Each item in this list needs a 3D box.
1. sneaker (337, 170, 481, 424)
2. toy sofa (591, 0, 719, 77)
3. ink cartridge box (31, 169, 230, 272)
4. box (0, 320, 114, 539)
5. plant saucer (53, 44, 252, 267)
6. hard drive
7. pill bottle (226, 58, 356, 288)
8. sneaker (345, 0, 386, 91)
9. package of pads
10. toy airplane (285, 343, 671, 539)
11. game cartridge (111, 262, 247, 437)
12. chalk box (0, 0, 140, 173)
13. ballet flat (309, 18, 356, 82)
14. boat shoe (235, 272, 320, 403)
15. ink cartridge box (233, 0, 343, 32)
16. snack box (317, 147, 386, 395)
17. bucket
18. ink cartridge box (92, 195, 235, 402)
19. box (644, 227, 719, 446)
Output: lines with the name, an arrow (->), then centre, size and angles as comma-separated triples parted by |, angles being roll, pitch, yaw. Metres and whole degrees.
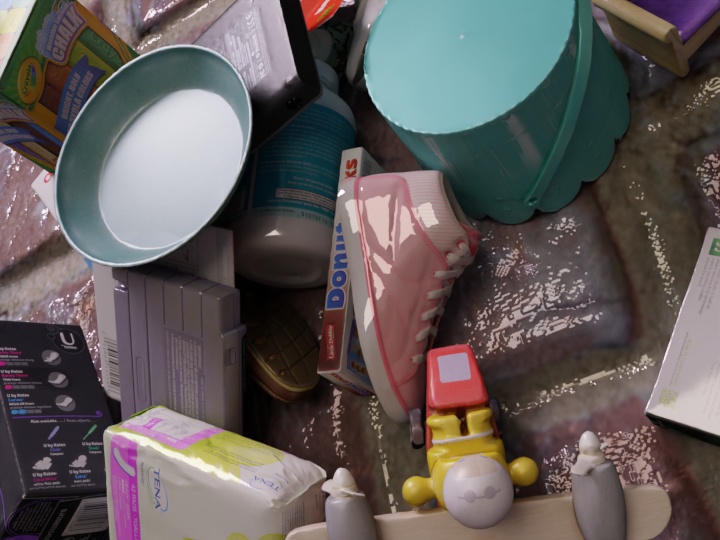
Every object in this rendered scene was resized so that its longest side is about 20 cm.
sneaker -> 0.050, 0.016, 0.691 | 0.104, 0.075, 0.202 | -11, 88, 13
toy sofa -> 0.281, -0.264, 0.690 | 0.200, 0.098, 0.083 | -46, 53, 4
ink cartridge box -> -0.242, -0.078, 0.926 | 0.145, 0.085, 0.200 | -49, 52, 2
box -> -0.306, 0.160, 0.823 | 0.123, 0.106, 0.201 | -53, 50, 28
plant saucer -> -0.167, -0.092, 0.731 | 0.198, 0.036, 0.202 | -10, 67, 23
hard drive -> -0.125, -0.157, 0.787 | 0.199, 0.033, 0.141 | -33, 56, 31
pill bottle -> -0.061, -0.093, 0.808 | 0.110, 0.111, 0.202 | -8, 65, 28
sneaker -> 0.030, -0.258, 0.864 | 0.087, 0.074, 0.201 | 5, 63, 41
package of pads -> -0.117, 0.202, 0.694 | 0.199, 0.068, 0.156 | 13, 109, 33
toy airplane -> 0.076, 0.169, 0.586 | 0.199, 0.141, 0.200 | 37, 75, 18
game cartridge -> -0.153, 0.098, 0.753 | 0.129, 0.038, 0.202 | 13, 113, 26
chalk box -> -0.319, -0.194, 0.848 | 0.123, 0.200, 0.126 | 5, 70, 34
ballet flat -> -0.077, -0.195, 0.891 | 0.200, 0.074, 0.074 | -40, 54, 9
boat shoe -> -0.104, 0.055, 0.801 | 0.200, 0.072, 0.068 | 45, 124, 36
ink cartridge box -> -0.074, -0.268, 0.866 | 0.199, 0.050, 0.163 | -20, 34, 46
snack box -> 0.000, 0.000, 0.753 | 0.024, 0.072, 0.202 | -6, 66, 26
bucket -> 0.110, -0.158, 0.720 | 0.206, 0.135, 0.209 | -12, 64, 26
ink cartridge box -> -0.166, 0.037, 0.787 | 0.172, 0.043, 0.202 | 13, 112, 29
box -> 0.304, 0.061, 0.568 | 0.199, 0.036, 0.145 | 16, 77, 36
